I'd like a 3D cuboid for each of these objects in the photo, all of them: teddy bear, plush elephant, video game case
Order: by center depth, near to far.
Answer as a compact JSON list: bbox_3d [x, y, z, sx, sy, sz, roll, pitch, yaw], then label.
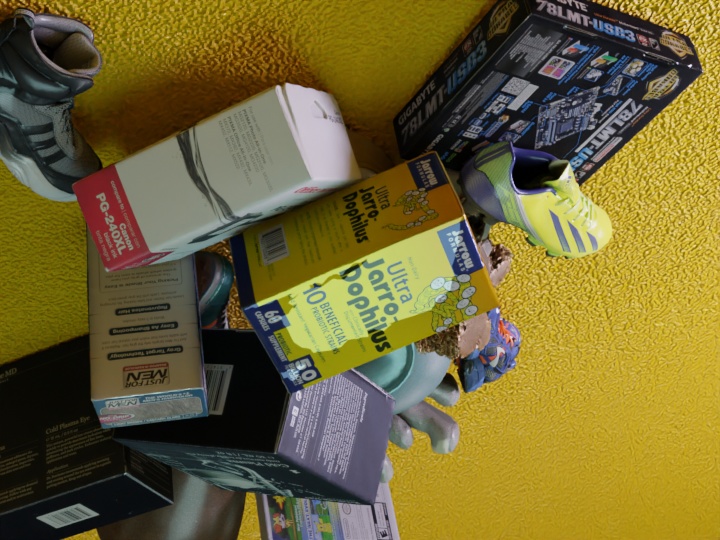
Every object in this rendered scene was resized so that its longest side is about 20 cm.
[{"bbox_3d":[0.090,-0.016,1.140,0.145,0.067,0.201,-35,130,-39],"label":"teddy bear"},{"bbox_3d":[0.008,0.187,1.398,0.199,0.165,0.155,24,109,-10],"label":"plush elephant"},{"bbox_3d":[-0.048,0.257,1.454,0.182,0.201,0.022,9,140,-27],"label":"video game case"}]

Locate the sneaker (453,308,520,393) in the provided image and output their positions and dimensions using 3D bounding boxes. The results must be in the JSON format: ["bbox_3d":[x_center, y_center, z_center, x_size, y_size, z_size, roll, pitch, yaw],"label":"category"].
[{"bbox_3d":[0.147,0.074,1.366,0.078,0.076,0.200,-18,155,-5],"label":"sneaker"}]

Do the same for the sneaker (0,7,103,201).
[{"bbox_3d":[-0.242,-0.130,0.935,0.113,0.076,0.200,-21,145,16],"label":"sneaker"}]

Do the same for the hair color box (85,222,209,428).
[{"bbox_3d":[-0.199,0.040,1.089,0.100,0.201,0.061,-6,147,-6],"label":"hair color box"}]

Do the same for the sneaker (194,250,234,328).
[{"bbox_3d":[-0.165,0.041,1.223,0.080,0.072,0.200,9,150,-28],"label":"sneaker"}]

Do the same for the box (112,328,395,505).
[{"bbox_3d":[-0.102,0.147,1.177,0.199,0.124,0.197,0,158,31],"label":"box"}]

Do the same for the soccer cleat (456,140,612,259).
[{"bbox_3d":[0.177,-0.064,1.079,0.200,0.065,0.084,18,137,-38],"label":"soccer cleat"}]

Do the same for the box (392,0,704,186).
[{"bbox_3d":[0.163,-0.152,1.038,0.198,0.050,0.200,9,144,-30],"label":"box"}]

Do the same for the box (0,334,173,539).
[{"bbox_3d":[-0.318,0.185,1.289,0.199,0.183,0.104,-19,146,14],"label":"box"}]

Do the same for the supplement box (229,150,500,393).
[{"bbox_3d":[0.002,0.001,1.013,0.199,0.110,0.109,-23,127,4],"label":"supplement box"}]

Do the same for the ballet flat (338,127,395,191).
[{"bbox_3d":[0.013,-0.071,1.107,0.069,0.063,0.200,-28,142,25],"label":"ballet flat"}]

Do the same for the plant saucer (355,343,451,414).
[{"bbox_3d":[0.003,0.082,1.261,0.200,0.039,0.202,1,113,1],"label":"plant saucer"}]

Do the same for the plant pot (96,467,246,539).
[{"bbox_3d":[-0.211,0.247,1.439,0.186,0.187,0.200,7,129,-25],"label":"plant pot"}]

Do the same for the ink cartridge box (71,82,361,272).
[{"bbox_3d":[-0.115,-0.077,0.991,0.199,0.084,0.145,-22,178,17],"label":"ink cartridge box"}]
